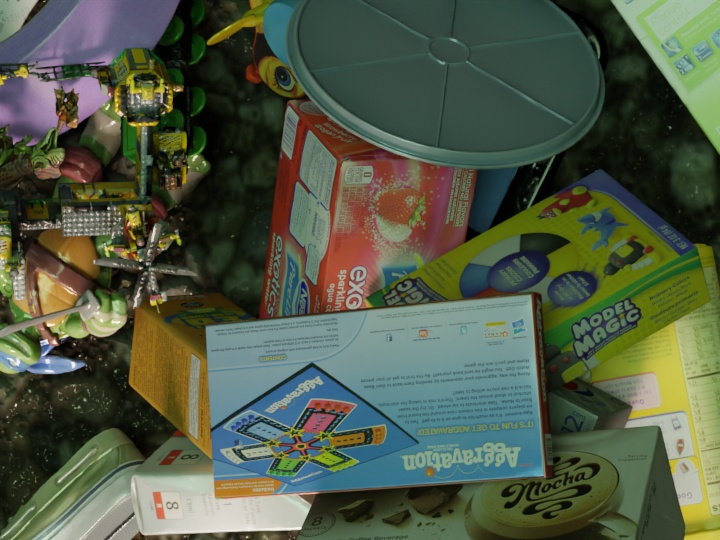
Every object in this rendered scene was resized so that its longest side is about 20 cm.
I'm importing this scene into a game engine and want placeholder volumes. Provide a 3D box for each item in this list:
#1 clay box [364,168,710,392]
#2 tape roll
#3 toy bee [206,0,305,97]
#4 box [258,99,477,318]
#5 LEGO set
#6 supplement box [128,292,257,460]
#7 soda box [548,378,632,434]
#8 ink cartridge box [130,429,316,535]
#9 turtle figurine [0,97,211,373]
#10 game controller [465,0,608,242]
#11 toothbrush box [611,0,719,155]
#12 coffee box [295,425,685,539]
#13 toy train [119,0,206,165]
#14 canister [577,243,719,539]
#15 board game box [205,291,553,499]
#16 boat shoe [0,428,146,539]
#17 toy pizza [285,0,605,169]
[{"bbox_3d":[0.092,0.024,1.219,0.200,0.115,0.048,-28,126,-11],"label":"clay box"},{"bbox_3d":[-0.207,-0.182,1.354,0.200,0.066,0.200,-26,44,28],"label":"tape roll"},{"bbox_3d":[-0.048,-0.156,1.343,0.109,0.131,0.201,2,97,49],"label":"toy bee"},{"bbox_3d":[0.000,0.000,1.294,0.095,0.100,0.201,-3,117,-23],"label":"box"},{"bbox_3d":[-0.193,-0.054,1.240,0.199,0.116,0.154,4,118,-17],"label":"LEGO set"},{"bbox_3d":[-0.089,0.067,1.305,0.066,0.200,0.069,-3,101,-23],"label":"supplement box"},{"bbox_3d":[0.092,0.161,1.252,0.063,0.068,0.200,26,103,22],"label":"soda box"},{"bbox_3d":[-0.028,0.119,1.319,0.199,0.162,0.050,-7,103,17],"label":"ink cartridge box"},{"bbox_3d":[-0.200,-0.028,1.362,0.144,0.200,0.194,23,74,45],"label":"turtle figurine"},{"bbox_3d":[0.082,-0.085,1.343,0.104,0.042,0.200,27,99,14],"label":"game controller"},{"bbox_3d":[0.261,-0.146,1.265,0.145,0.086,0.200,-35,81,15],"label":"toothbrush box"},{"bbox_3d":[0.072,0.156,1.151,0.199,0.113,0.080,-6,119,21],"label":"coffee box"},{"bbox_3d":[-0.135,-0.158,1.372,0.056,0.042,0.201,-15,62,23],"label":"toy train"},{"bbox_3d":[0.173,0.093,1.300,0.148,0.087,0.201,-11,88,18],"label":"canister"},{"bbox_3d":[0.008,0.072,1.155,0.199,0.019,0.103,-6,82,21],"label":"board game box"},{"bbox_3d":[-0.219,0.192,1.439,0.200,0.072,0.062,-40,57,11],"label":"boat shoe"},{"bbox_3d":[0.051,-0.124,1.261,0.200,0.200,0.032,26,135,14],"label":"toy pizza"}]
